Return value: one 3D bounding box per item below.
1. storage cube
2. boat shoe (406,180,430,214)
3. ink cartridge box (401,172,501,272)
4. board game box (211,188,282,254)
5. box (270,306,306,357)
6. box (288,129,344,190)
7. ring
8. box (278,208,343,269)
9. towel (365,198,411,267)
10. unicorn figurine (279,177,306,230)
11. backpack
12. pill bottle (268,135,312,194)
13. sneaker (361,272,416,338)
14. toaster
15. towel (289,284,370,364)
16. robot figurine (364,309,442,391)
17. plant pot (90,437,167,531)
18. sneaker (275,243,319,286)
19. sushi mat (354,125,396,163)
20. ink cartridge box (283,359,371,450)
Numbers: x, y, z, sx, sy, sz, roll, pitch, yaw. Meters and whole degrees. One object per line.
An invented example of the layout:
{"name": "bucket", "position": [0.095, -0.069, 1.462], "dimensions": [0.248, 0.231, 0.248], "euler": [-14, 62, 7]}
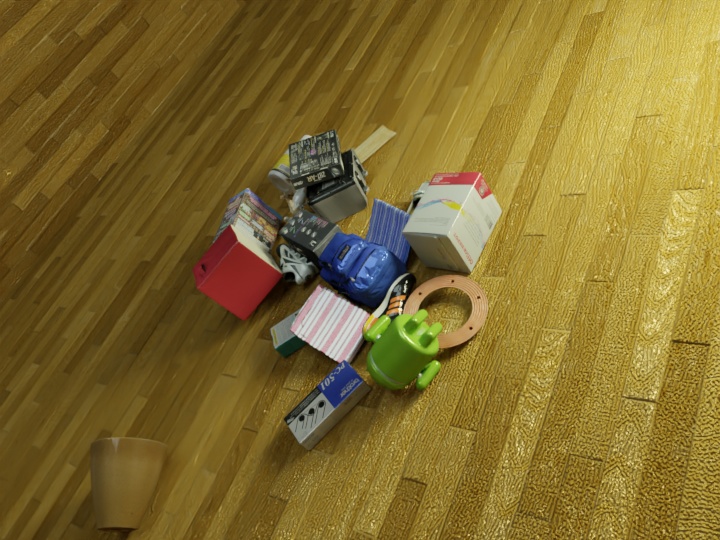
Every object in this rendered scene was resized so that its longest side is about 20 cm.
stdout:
{"name": "storage cube", "position": [-0.359, 0.005, 1.811], "dimensions": [0.180, 0.200, 0.171], "euler": [-50, 28, 3]}
{"name": "boat shoe", "position": [0.163, -0.172, 1.689], "dimensions": [0.074, 0.065, 0.202], "euler": [0, 53, 39]}
{"name": "ink cartridge box", "position": [0.226, -0.119, 1.523], "dimensions": [0.144, 0.145, 0.200], "euler": [7, 57, 42]}
{"name": "board game box", "position": [-0.357, -0.128, 1.975], "dimensions": [0.097, 0.159, 0.201], "euler": [-24, 39, 37]}
{"name": "box", "position": [-0.141, 0.141, 1.644], "dimensions": [0.200, 0.049, 0.082], "euler": [-33, 40, 8]}
{"name": "box", "position": [-0.137, -0.341, 1.892], "dimensions": [0.160, 0.044, 0.200], "euler": [-17, 42, 7]}
{"name": "ring", "position": [0.194, 0.095, 1.424], "dimensions": [0.200, 0.019, 0.201], "euler": [-13, 49, 16]}
{"name": "box", "position": [-0.125, -0.082, 1.786], "dimensions": [0.106, 0.122, 0.200], "euler": [-48, 39, -12]}
{"name": "towel", "position": [0.076, -0.098, 1.656], "dimensions": [0.200, 0.024, 0.145], "euler": [34, 117, 51]}
{"name": "unicorn figurine", "position": [-0.204, -0.221, 1.961], "dimensions": [0.074, 0.137, 0.200], "euler": [30, 84, 26]}
{"name": "backpack", "position": [0.000, 0.000, 1.576], "dimensions": [0.200, 0.168, 0.163], "euler": [27, 84, 48]}
{"name": "pill bottle", "position": [-0.220, -0.370, 2.148], "dimensions": [0.111, 0.111, 0.200], "euler": [14, 62, 45]}
{"name": "sneaker", "position": [0.092, 0.101, 1.494], "dimensions": [0.090, 0.070, 0.200], "euler": [28, 71, 31]}
{"name": "toaster", "position": [-0.076, -0.254, 1.915], "dimensions": [0.199, 0.119, 0.181], "euler": [-24, 41, 18]}
{"name": "towel", "position": [-0.070, 0.137, 1.559], "dimensions": [0.200, 0.030, 0.147], "euler": [29, 82, 28]}
{"name": "robot figurine", "position": [0.090, 0.176, 1.342], "dimensions": [0.200, 0.175, 0.116], "euler": [-54, -9, 28]}
{"name": "plant pot", "position": [-0.590, 0.537, 1.541], "dimensions": [0.186, 0.186, 0.201], "euler": [-16, 58, 26]}
{"name": "sneaker", "position": [-0.211, -0.015, 1.830], "dimensions": [0.089, 0.074, 0.200], "euler": [-47, 39, -11]}
{"name": "sushi mat", "position": [0.023, -0.406, 2.066], "dimensions": [0.200, 0.012, 0.096], "euler": [-41, 40, -1]}
{"name": "ink cartridge box", "position": [-0.078, 0.309, 1.436], "dimensions": [0.200, 0.044, 0.094], "euler": [-44, 41, -6]}
